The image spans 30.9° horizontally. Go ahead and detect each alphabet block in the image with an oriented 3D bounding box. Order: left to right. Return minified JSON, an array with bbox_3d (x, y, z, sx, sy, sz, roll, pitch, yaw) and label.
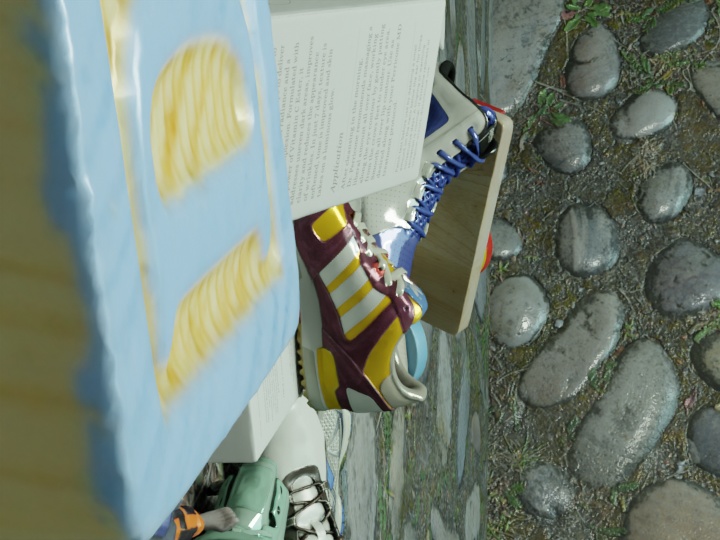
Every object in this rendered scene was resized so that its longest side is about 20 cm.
[{"bbox_3d":[-0.142,-0.039,0.418,0.195,0.197,0.199,-55,142,-72],"label":"alphabet block"}]

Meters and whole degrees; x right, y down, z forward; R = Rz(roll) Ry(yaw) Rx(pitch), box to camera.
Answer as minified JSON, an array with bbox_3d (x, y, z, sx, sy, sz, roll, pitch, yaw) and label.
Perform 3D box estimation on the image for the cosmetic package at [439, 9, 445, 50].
[{"bbox_3d":[-0.043,-0.210,0.918,0.113,0.197,0.082,68,24,-66],"label":"cosmetic package"}]

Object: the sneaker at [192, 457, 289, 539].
[{"bbox_3d":[-0.094,0.182,0.905,0.201,0.073,0.120,83,15,-71],"label":"sneaker"}]

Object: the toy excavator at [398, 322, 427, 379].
[{"bbox_3d":[0.010,0.057,1.329,0.199,0.193,0.101,-21,111,-48],"label":"toy excavator"}]

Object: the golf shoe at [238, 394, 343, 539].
[{"bbox_3d":[-0.044,0.189,1.032,0.094,0.077,0.202,28,-53,52],"label":"golf shoe"}]

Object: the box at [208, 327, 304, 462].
[{"bbox_3d":[-0.094,0.033,0.878,0.200,0.096,0.126,-53,139,-70],"label":"box"}]

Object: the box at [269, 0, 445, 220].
[{"bbox_3d":[-0.073,-0.100,0.677,0.199,0.151,0.108,-22,126,-53],"label":"box"}]

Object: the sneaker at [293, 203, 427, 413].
[{"bbox_3d":[0.000,0.000,0.880,0.075,0.089,0.202,-65,151,-64],"label":"sneaker"}]

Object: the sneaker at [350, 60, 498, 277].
[{"bbox_3d":[0.050,-0.084,1.010,0.081,0.114,0.202,49,41,-67],"label":"sneaker"}]

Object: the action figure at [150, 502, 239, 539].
[{"bbox_3d":[-0.140,0.182,0.669,0.193,0.104,0.202,43,56,-52],"label":"action figure"}]

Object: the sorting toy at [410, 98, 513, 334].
[{"bbox_3d":[0.041,-0.078,1.163,0.069,0.199,0.201,-25,133,-50],"label":"sorting toy"}]

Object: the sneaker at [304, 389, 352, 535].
[{"bbox_3d":[-0.051,0.172,1.125,0.085,0.076,0.203,-45,132,-68],"label":"sneaker"}]
